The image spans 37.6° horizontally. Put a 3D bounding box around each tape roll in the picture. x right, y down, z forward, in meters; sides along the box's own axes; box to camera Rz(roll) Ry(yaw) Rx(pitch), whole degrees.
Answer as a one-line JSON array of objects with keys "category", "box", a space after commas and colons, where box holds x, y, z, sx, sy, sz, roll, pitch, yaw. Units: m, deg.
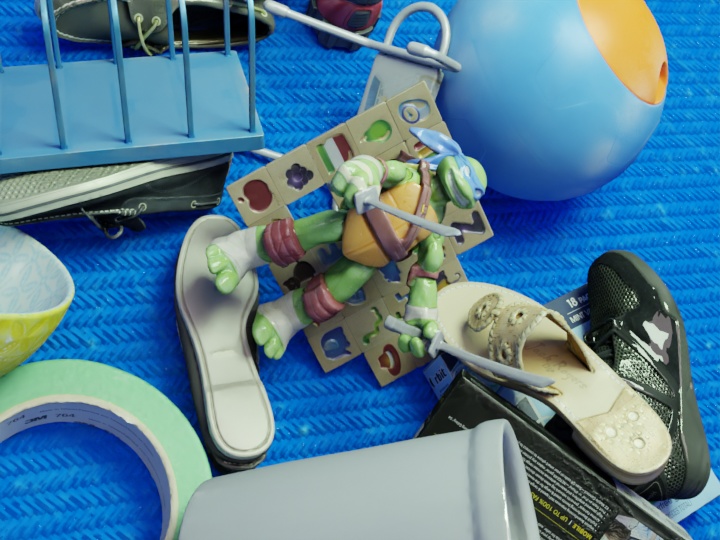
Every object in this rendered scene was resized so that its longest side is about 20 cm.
[{"category": "tape roll", "box": [-0.198, 0.161, 0.703, 0.198, 0.048, 0.202, 7, 64, -15]}]

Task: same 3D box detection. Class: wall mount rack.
[{"category": "wall mount rack", "box": [-0.014, -0.134, 0.856, 0.074, 0.173, 0.202, 11, 100, -54]}]

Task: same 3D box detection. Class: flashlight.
[{"category": "flashlight", "box": [0.008, -0.271, 0.893, 0.067, 0.200, 0.068, 33, 58, 1]}]

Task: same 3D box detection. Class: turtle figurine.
[{"category": "turtle figurine", "box": [0.000, 0.000, 0.711, 0.192, 0.144, 0.202, -24, 62, 17]}]

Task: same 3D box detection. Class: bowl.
[{"category": "bowl", "box": [-0.299, 0.025, 0.687, 0.199, 0.200, 0.108, 25, 103, -6]}]

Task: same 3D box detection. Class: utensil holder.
[{"category": "utensil holder", "box": [0.008, 0.192, 0.648, 0.198, 0.170, 0.172, -12, 65, 12]}]

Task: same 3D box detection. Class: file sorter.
[{"category": "file sorter", "box": [-0.181, -0.168, 0.782, 0.198, 0.124, 0.139, -7, 39, -13]}]

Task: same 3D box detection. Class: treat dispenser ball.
[{"category": "treat dispenser ball", "box": [0.156, -0.159, 0.891, 0.199, 0.201, 0.203, 8, 63, -15]}]

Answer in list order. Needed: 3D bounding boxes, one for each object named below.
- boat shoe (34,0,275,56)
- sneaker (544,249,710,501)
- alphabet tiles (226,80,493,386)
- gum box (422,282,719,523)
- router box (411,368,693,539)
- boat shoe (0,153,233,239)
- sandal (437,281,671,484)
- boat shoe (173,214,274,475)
[{"category": "boat shoe", "box": [-0.166, -0.216, 0.882, 0.200, 0.072, 0.061, -12, 64, -28]}, {"category": "sneaker", "box": [0.191, 0.077, 0.808, 0.113, 0.076, 0.202, 2, 70, -25]}, {"category": "alphabet tiles", "box": [0.017, -0.016, 0.804, 0.166, 0.008, 0.201, -28, 110, -3]}, {"category": "gum box", "box": [0.170, 0.129, 0.846, 0.169, 0.045, 0.201, -23, 75, -27]}, {"category": "router box", "box": [0.110, 0.189, 0.745, 0.199, 0.051, 0.150, 36, 95, 5]}, {"category": "boat shoe", "box": [-0.185, -0.058, 0.795, 0.199, 0.063, 0.074, -16, 33, -33]}, {"category": "sandal", "box": [0.134, 0.056, 0.743, 0.077, 0.070, 0.211, -37, 60, -21]}, {"category": "boat shoe", "box": [-0.106, 0.056, 0.788, 0.066, 0.057, 0.202, 0, 60, -22]}]
